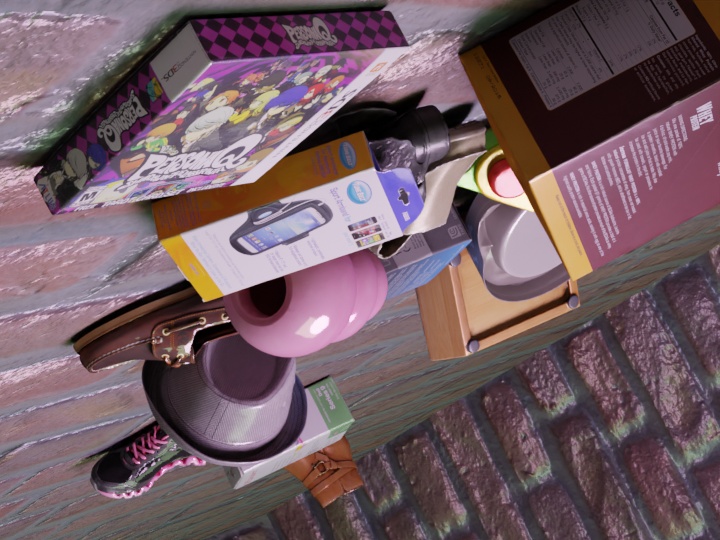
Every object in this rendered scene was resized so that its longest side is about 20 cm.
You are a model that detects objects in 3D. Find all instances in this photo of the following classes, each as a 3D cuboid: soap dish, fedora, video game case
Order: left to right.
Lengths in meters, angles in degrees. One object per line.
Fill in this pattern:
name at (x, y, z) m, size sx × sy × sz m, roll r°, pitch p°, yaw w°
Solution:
video game case at (-0.090, -0.106, 1.058) m, size 0.181 × 0.036 × 0.200 m, roll -37°, pitch 165°, yaw 37°
fedora at (-0.123, 0.100, 1.608) m, size 0.090 × 0.176 × 0.200 m, roll -60°, pitch 179°, yaw 38°
soap dish at (0.159, 0.004, 1.850) m, size 0.199 × 0.158 × 0.081 m, roll -22°, pitch -156°, yaw -23°

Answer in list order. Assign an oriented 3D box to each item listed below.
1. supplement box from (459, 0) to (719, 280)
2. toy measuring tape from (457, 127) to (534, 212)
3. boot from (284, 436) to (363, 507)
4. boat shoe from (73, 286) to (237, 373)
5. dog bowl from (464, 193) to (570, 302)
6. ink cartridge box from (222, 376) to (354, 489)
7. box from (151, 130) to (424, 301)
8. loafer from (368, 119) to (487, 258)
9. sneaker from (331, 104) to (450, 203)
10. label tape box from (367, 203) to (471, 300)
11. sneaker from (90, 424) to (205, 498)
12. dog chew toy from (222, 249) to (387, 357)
supplement box at (0.216, -0.126, 1.307) m, size 0.199 × 0.133 × 0.197 m, roll -28°, pitch 151°, yaw 5°
toy measuring tape at (0.172, -0.093, 1.531) m, size 0.199 × 0.074 × 0.074 m, roll 16°, pitch 150°, yaw -21°
boot at (-0.102, 0.351, 2.834) m, size 0.199 × 0.155 × 0.074 m, roll -24°, pitch 169°, yaw -17°
boat shoe at (-0.171, 0.055, 1.523) m, size 0.199 × 0.071 × 0.070 m, roll -25°, pitch 173°, yaw -6°
dog bowl at (0.197, -0.060, 1.728) m, size 0.199 × 0.059 × 0.201 m, roll -26°, pitch 144°, yaw -21°
ink cartridge box at (-0.124, 0.259, 2.535) m, size 0.199 × 0.088 × 0.145 m, roll -26°, pitch 169°, yaw -17°
box at (-0.052, -0.044, 1.267) m, size 0.199 × 0.042 × 0.119 m, roll -20°, pitch 153°, yaw 3°
loafer at (0.059, -0.073, 1.480) m, size 0.075 × 0.069 × 0.200 m, roll -22°, pitch 169°, yaw -37°
sneaker at (0.011, -0.086, 1.349) m, size 0.104 × 0.060 × 0.200 m, roll -22°, pitch 164°, yaw -20°
label tape box at (0.000, 0.000, 1.692) m, size 0.199 × 0.064 × 0.144 m, roll -22°, pitch 169°, yaw -25°
sneaker at (-0.272, 0.234, 2.152) m, size 0.199 × 0.079 × 0.096 m, roll -23°, pitch 147°, yaw -24°
dog chew toy at (-0.041, 0.016, 1.490) m, size 0.124 × 0.125 × 0.200 m, roll -32°, pitch 166°, yaw 24°
